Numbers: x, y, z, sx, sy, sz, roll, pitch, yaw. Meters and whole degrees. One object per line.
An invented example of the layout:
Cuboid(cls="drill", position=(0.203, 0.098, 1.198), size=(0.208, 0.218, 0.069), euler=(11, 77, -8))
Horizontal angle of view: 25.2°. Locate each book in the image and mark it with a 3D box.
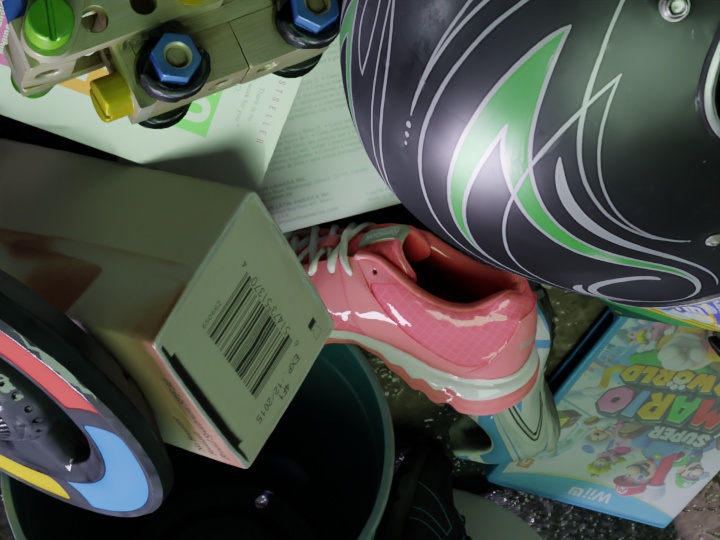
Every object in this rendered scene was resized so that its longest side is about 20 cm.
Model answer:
Cuboid(cls="book", position=(-0.117, -0.127, 0.702), size=(0.199, 0.048, 0.134), euler=(18, 113, -13))

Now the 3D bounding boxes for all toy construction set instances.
Cuboid(cls="toy construction set", position=(-0.075, -0.132, 0.639), size=(0.199, 0.132, 0.092), euler=(-25, 175, -6))

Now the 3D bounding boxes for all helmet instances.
Cuboid(cls="helmet", position=(0.087, -0.092, 0.608), size=(0.200, 0.201, 0.190), euler=(-36, 129, 22))

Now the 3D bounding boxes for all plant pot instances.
Cuboid(cls="plant pot", position=(-0.082, 0.140, 0.889), size=(0.199, 0.201, 0.188), euler=(-6, 147, -4))

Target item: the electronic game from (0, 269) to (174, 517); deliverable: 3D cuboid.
Cuboid(cls="electronic game", position=(-0.170, 0.047, 0.717), size=(0.199, 0.042, 0.200), euler=(26, 153, 14))

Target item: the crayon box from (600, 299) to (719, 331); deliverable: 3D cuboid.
Cuboid(cls="crayon box", position=(0.180, -0.015, 0.788), size=(0.199, 0.052, 0.126), euler=(7, 156, 47))

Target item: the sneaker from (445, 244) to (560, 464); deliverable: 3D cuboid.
Cuboid(cls="sneaker", position=(0.069, 0.038, 0.892), size=(0.072, 0.072, 0.201), euler=(-16, 132, -4))

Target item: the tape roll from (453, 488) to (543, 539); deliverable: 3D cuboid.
Cuboid(cls="tape roll", position=(0.029, 0.219, 0.964), size=(0.201, 0.203, 0.037), euler=(-10, 134, 0))

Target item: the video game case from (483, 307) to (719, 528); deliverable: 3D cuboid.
Cuboid(cls="video game case", position=(0.185, 0.078, 0.985), size=(0.142, 0.018, 0.200), euler=(17, 128, -24))

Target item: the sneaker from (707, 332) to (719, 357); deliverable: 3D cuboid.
Cuboid(cls="sneaker", position=(0.295, 0.067, 0.938), size=(0.200, 0.077, 0.089), euler=(30, 113, -35))

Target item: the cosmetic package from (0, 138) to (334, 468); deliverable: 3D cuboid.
Cuboid(cls="cosmetic package", position=(-0.126, 0.009, 0.750), size=(0.199, 0.087, 0.104), euler=(13, 149, 36))

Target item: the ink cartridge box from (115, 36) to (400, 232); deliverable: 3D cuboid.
Cuboid(cls="ink cartridge box", position=(-0.050, -0.113, 0.764), size=(0.159, 0.047, 0.201), euler=(-13, 119, 4))

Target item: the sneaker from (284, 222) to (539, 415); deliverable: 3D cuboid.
Cuboid(cls="sneaker", position=(0.000, 0.000, 0.816), size=(0.199, 0.074, 0.087), euler=(17, 139, 10))

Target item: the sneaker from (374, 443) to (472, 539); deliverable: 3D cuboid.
Cuboid(cls="sneaker", position=(0.035, 0.180, 0.930), size=(0.079, 0.200, 0.076), euler=(24, 124, -3))
